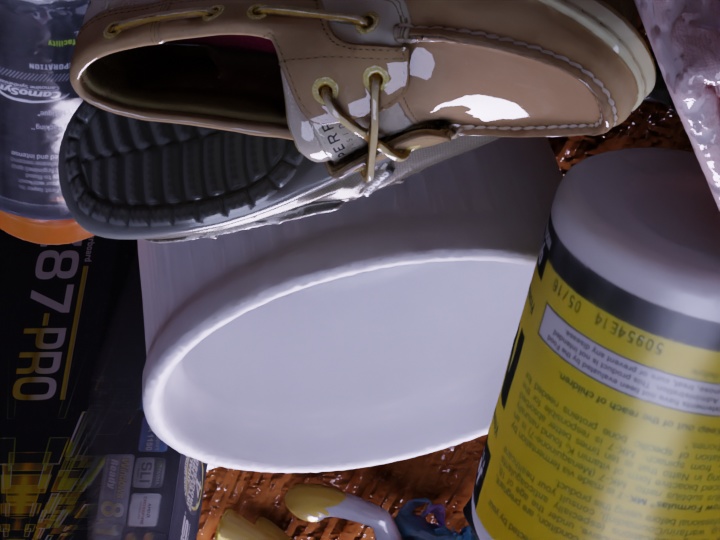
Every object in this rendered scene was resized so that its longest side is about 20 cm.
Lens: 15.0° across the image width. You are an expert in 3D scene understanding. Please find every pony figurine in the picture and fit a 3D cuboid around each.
[{"bbox_3d":[0.023,0.201,1.493,0.199,0.167,0.193,18,143,12],"label":"pony figurine"}]

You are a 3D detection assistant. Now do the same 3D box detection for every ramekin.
[{"bbox_3d":[0.000,0.000,1.147,0.200,0.098,0.201,-11,154,-5],"label":"ramekin"}]

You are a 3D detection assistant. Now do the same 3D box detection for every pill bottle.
[{"bbox_3d":[0.107,0.064,1.058,0.114,0.114,0.201,11,117,-6],"label":"pill bottle"},{"bbox_3d":[-0.120,-0.090,1.061,0.106,0.107,0.200,8,149,-1],"label":"pill bottle"}]

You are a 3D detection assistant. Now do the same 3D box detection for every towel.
[{"bbox_3d":[0.110,-0.092,0.926,0.032,0.201,0.191,-23,145,8],"label":"towel"}]

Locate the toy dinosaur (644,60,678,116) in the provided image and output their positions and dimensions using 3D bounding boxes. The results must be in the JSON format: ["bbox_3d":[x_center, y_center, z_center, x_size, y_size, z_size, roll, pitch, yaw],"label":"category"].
[{"bbox_3d":[0.173,-0.075,1.053,0.199,0.048,0.088,5,-172,35],"label":"toy dinosaur"}]

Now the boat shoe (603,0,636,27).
[{"bbox_3d":[0.028,-0.130,0.994,0.069,0.074,0.200,-19,141,27],"label":"boat shoe"}]

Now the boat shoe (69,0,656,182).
[{"bbox_3d":[-0.004,-0.063,0.877,0.199,0.067,0.074,10,149,30],"label":"boat shoe"}]

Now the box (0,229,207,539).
[{"bbox_3d":[-0.146,0.063,1.227,0.160,0.201,0.049,0,150,13],"label":"box"}]

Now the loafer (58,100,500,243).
[{"bbox_3d":[-0.013,-0.049,0.994,0.199,0.076,0.070,-13,159,15],"label":"loafer"}]

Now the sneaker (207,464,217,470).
[{"bbox_3d":[-0.118,0.055,1.345,0.200,0.073,0.114,-24,134,26],"label":"sneaker"}]

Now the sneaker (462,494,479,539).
[{"bbox_3d":[0.116,0.074,1.233,0.078,0.070,0.200,-33,172,32],"label":"sneaker"}]
